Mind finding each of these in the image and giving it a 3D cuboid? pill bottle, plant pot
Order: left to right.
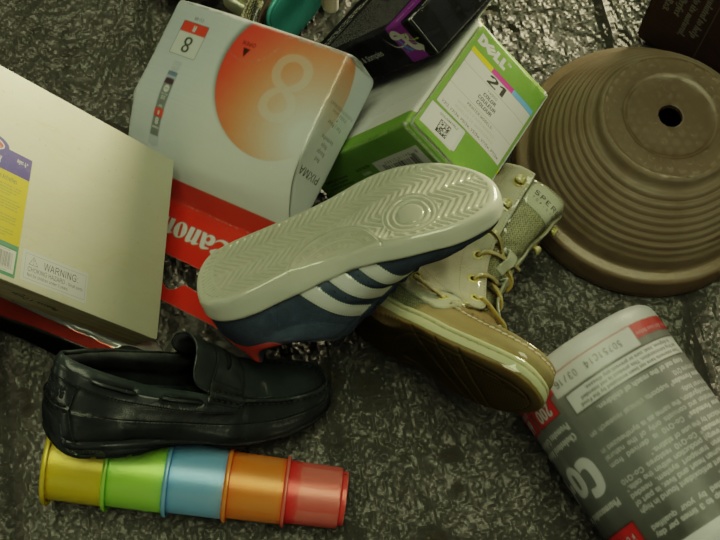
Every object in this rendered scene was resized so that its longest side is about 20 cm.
[{"bbox_3d":[0.214,-0.091,0.913,0.199,0.093,0.202,1,67,-1],"label":"plant pot"},{"bbox_3d":[0.197,0.134,0.805,0.113,0.114,0.201,-28,71,-13],"label":"pill bottle"}]

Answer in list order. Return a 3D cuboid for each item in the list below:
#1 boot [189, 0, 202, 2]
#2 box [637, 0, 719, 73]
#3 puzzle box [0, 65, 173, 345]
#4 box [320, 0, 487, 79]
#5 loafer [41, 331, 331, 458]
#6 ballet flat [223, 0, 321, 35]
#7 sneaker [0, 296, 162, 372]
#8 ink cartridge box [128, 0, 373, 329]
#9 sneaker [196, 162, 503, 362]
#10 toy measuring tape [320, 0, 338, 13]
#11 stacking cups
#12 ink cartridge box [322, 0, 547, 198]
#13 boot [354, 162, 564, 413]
[{"bbox_3d":[-0.119,-0.299,1.002,0.199,0.070,0.146,-33,64,-22],"label":"boot"},{"bbox_3d":[0.346,-0.247,0.943,0.164,0.166,0.200,35,69,11],"label":"box"},{"bbox_3d":[-0.199,-0.045,0.772,0.025,0.200,0.134,-14,63,35],"label":"puzzle box"},{"bbox_3d":[0.040,-0.194,0.899,0.036,0.200,0.143,47,70,-18],"label":"box"},{"bbox_3d":[-0.106,0.076,0.809,0.199,0.071,0.068,-2,26,-30],"label":"loafer"},{"bbox_3d":[-0.088,-0.179,0.954,0.075,0.068,0.201,20,71,16],"label":"ballet flat"},{"bbox_3d":[-0.211,-0.002,0.870,0.200,0.067,0.109,20,70,9],"label":"sneaker"},{"bbox_3d":[-0.104,-0.076,0.861,0.162,0.050,0.201,23,82,31],"label":"ink cartridge box"},{"bbox_3d":[0.000,0.000,0.793,0.199,0.085,0.075,-19,42,7],"label":"sneaker"},{"bbox_3d":[0.026,-0.274,0.983,0.073,0.074,0.201,16,56,4],"label":"toy measuring tape"},{"bbox_3d":[-0.108,0.139,0.827,0.198,0.061,0.061,8,67,-5],"label":"stacking cups"},{"bbox_3d":[0.068,-0.133,0.887,0.076,0.148,0.200,43,64,-18],"label":"ink cartridge box"},{"bbox_3d":[0.088,0.003,0.832,0.155,0.072,0.200,-44,35,-16],"label":"boot"}]
